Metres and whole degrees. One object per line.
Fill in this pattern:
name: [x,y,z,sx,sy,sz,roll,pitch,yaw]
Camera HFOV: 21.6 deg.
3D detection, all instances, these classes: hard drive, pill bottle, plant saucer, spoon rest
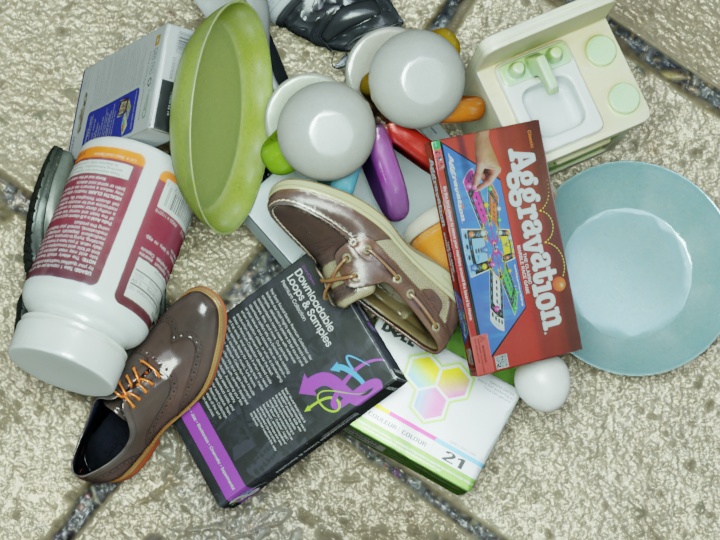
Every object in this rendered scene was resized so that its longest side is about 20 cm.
hard drive: [0.001,-0.070,1.727,0.200,0.027,0.132,-41,87,-20]
pill bottle: [-0.220,-0.002,1.612,0.114,0.114,0.201,20,68,-1]
plant saucer: [-0.121,-0.131,1.616,0.031,0.200,0.201,6,78,15]
plant saucer: [0.248,0.000,1.747,0.200,0.039,0.202,1,78,-5]
spoon rest: [-0.092,-0.210,1.717,0.200,0.099,0.061,45,69,-16]

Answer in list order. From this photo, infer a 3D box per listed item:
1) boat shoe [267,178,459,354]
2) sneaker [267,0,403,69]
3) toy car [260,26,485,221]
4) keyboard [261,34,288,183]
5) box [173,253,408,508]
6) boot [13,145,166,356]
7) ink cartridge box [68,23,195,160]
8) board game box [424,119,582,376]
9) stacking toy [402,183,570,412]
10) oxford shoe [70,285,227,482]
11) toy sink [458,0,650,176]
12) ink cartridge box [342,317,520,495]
boat shoe: [0.000,0.000,1.594,0.200,0.072,0.072,37,55,-14]
sneaker: [0.009,-0.280,1.763,0.114,0.075,0.200,41,84,3]
toy car: [0.016,-0.118,1.641,0.200,0.175,0.150,-30,103,-4]
keyboard: [-0.099,-0.127,1.740,0.104,0.040,0.201,-21,81,-9]
box: [-0.074,0.094,1.650,0.200,0.036,0.143,-36,70,15]
boot: [-0.238,-0.006,1.702,0.130,0.068,0.201,8,79,-16]
ink cartridge box: [-0.204,-0.149,1.666,0.037,0.200,0.095,16,77,-29]
board game box: [0.122,-0.020,1.595,0.103,0.019,0.201,-13,94,-21]
stacking toy: [0.131,0.030,1.657,0.146,0.146,0.201,-17,77,-8]
oxford shoe: [-0.182,0.103,1.631,0.071,0.073,0.200,33,100,15]
toy sink: [0.172,-0.151,1.687,0.130,0.200,0.112,-24,82,-10]
ink cartridge box: [0.076,0.078,1.697,0.147,0.076,0.200,29,79,1]
